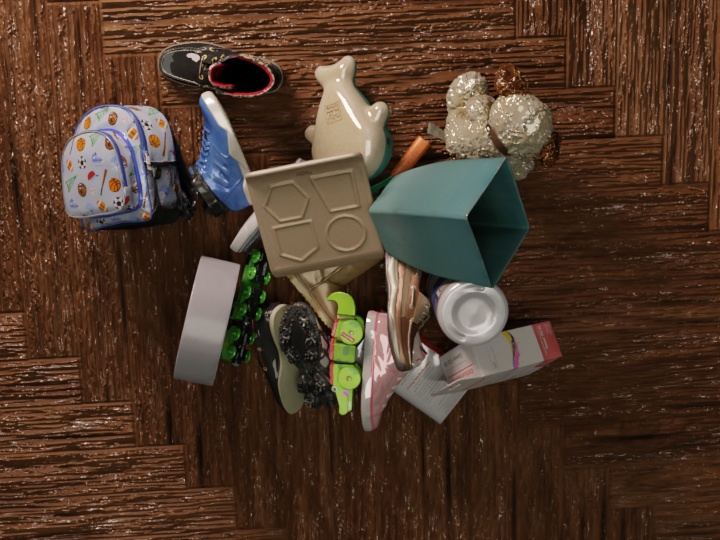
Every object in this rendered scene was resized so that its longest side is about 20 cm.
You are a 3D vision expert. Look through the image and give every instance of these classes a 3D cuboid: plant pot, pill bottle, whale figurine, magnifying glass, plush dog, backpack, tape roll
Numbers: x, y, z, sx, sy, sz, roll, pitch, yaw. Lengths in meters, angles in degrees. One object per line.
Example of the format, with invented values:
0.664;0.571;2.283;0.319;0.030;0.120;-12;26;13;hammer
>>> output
0.126;-0.081;1.617;0.200;0.141;0.141;8;137;36;plant pot
0.166;0.040;1.704;0.111;0.200;0.111;-1;106;-4;pill bottle
-0.014;-0.236;1.693;0.159;0.104;0.201;-16;81;32;whale figurine
0.044;-0.136;1.752;0.080;0.022;0.200;37;100;-11;magnifying glass
0.219;-0.218;1.644;0.172;0.160;0.200;-24;107;44;plush dog
-0.372;-0.162;1.641;0.200;0.154;0.191;-6;86;29;backpack
-0.245;0.081;1.690;0.066;0.200;0.201;13;102;-6;tape roll

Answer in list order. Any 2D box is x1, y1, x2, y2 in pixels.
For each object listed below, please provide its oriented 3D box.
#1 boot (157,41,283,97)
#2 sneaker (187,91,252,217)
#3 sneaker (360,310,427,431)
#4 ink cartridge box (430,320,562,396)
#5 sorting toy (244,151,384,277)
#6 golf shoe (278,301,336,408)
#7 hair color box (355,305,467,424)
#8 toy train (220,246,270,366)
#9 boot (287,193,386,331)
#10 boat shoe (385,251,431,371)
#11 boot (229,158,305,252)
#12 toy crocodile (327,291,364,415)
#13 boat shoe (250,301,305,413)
-0.218;-0.307;1.628;0.199;0.151;0.073;11;102;-6;boot
-0.242;-0.177;1.682;0.111;0.077;0.200;-22;121;-3;sneaker
0.054;0.168;1.728;0.104;0.075;0.201;5;97;1;sneaker
0.212;0.146;1.735;0.200;0.116;0.068;-10;74;-26;ink cartridge box
-0.069;-0.088;1.659;0.185;0.037;0.200;-11;123;5;sorting toy
-0.078;0.129;1.761;0.078;0.095;0.200;2;120;23;golf shoe
0.084;0.160;1.800;0.200;0.061;0.102;37;98;-11;hair color box
-0.187;0.058;1.735;0.042;0.056;0.201;21;76;-34;toy train
0.000;0.000;1.745;0.200;0.066;0.175;-37;109;8;boot
0.077;0.059;1.667;0.072;0.076;0.201;-2;73;0;boat shoe
-0.123;-0.082;1.709;0.090;0.073;0.200;38;117;-11;boot
-0.027;0.133;1.714;0.062;0.068;0.201;3;100;3;toy crocodile
-0.136;0.146;1.785;0.063;0.074;0.202;8;118;38;boat shoe
